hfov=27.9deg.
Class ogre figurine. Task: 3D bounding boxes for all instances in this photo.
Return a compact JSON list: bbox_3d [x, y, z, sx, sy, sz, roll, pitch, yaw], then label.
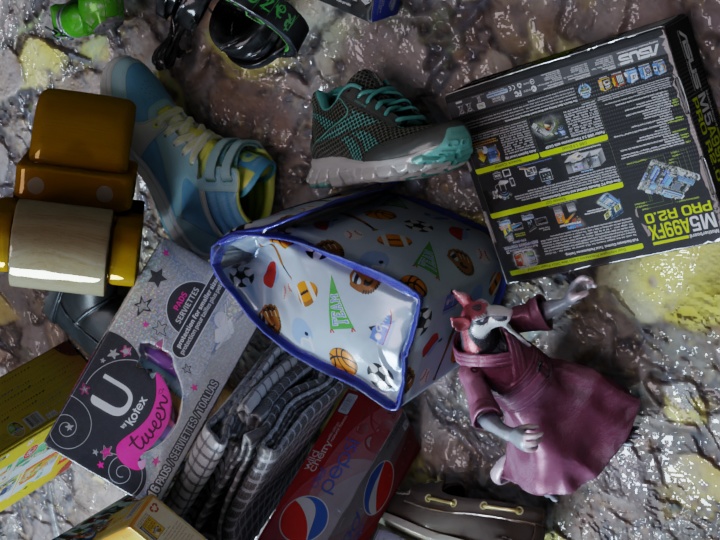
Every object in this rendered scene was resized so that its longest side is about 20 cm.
[{"bbox_3d":[-0.250,-0.294,1.290,0.119,0.097,0.203,32,112,43],"label":"ogre figurine"}]

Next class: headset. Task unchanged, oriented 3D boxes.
[{"bbox_3d":[-0.124,-0.208,1.212,0.095,0.123,0.199,-63,27,-4],"label":"headset"}]

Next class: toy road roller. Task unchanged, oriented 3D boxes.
[{"bbox_3d":[-0.241,-0.071,1.216,0.121,0.200,0.148,6,103,-7],"label":"toy road roller"}]

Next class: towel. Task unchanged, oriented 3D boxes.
[{"bbox_3d":[-0.086,0.152,1.283,0.085,0.200,0.167,33,127,5],"label":"towel"}]

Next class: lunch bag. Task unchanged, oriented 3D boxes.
[{"bbox_3d":[0.000,0.000,1.174,0.198,0.169,0.125,24,116,27],"label":"lunch bag"}]

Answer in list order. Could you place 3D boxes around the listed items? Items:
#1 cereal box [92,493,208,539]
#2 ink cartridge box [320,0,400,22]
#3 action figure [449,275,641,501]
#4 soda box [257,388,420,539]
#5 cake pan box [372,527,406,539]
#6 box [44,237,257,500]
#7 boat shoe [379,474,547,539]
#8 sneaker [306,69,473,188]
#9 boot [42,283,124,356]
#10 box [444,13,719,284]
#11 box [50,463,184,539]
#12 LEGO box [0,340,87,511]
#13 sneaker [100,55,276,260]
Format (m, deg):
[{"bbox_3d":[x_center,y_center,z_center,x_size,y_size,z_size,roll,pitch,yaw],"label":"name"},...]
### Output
[{"bbox_3d":[-0.128,0.272,1.216,0.200,0.040,0.144,41,152,-7],"label":"cereal box"},{"bbox_3d":[-0.051,-0.281,1.174,0.198,0.044,0.095,28,122,25],"label":"ink cartridge box"},{"bbox_3d":[0.128,0.080,1.139,0.200,0.135,0.148,46,161,-24],"label":"action figure"},{"bbox_3d":[-0.025,0.208,1.262,0.063,0.201,0.070,17,149,30],"label":"soda box"},{"bbox_3d":[0.059,0.349,1.265,0.182,0.052,0.202,24,80,8],"label":"cake pan box"},{"bbox_3d":[-0.176,0.087,1.260,0.114,0.132,0.202,29,83,-4],"label":"box"},{"bbox_3d":[0.081,0.216,1.279,0.198,0.072,0.060,10,75,47],"label":"boat shoe"},{"bbox_3d":[0.014,-0.116,1.159,0.199,0.077,0.093,0,98,54],"label":"sneaker"},{"bbox_3d":[-0.218,0.055,1.427,0.200,0.065,0.166,44,137,17],"label":"boot"},{"bbox_3d":[0.174,-0.086,1.091,0.198,0.044,0.162,-13,102,40],"label":"box"},{"bbox_3d":[-0.185,0.241,1.395,0.135,0.199,0.040,-4,105,36],"label":"box"},{"bbox_3d":[-0.373,0.182,1.511,0.077,0.199,0.150,43,128,12],"label":"LEGO box"},{"bbox_3d":[-0.143,-0.114,1.295,0.130,0.080,0.202,-16,109,41],"label":"sneaker"}]
